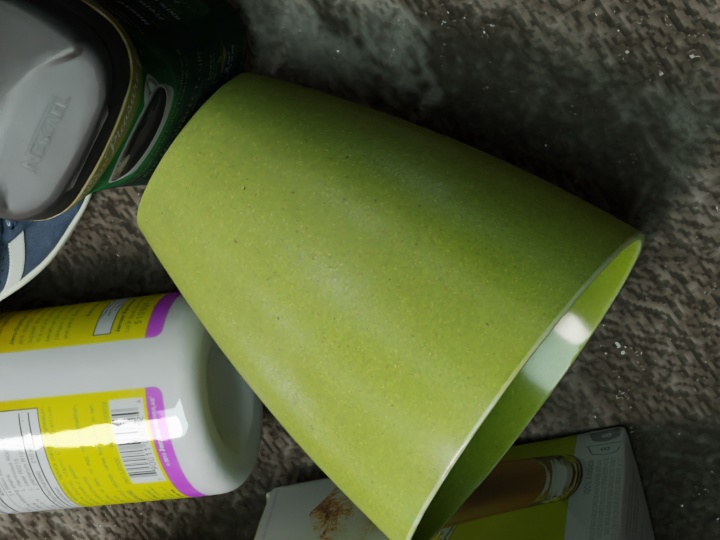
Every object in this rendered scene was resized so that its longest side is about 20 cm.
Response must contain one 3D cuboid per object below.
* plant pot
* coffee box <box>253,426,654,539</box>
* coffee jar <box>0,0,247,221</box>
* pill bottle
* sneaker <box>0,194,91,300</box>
[{"bbox_3d":[0.000,0.000,1.295,0.200,0.187,0.187,37,120,10],"label":"plant pot"},{"bbox_3d":[0.053,0.225,1.353,0.197,0.200,0.200,-10,113,13],"label":"coffee box"},{"bbox_3d":[-0.128,-0.084,1.251,0.085,0.200,0.104,30,105,10],"label":"coffee jar"},{"bbox_3d":[-0.158,0.070,1.399,0.199,0.104,0.105,-6,114,18],"label":"pill bottle"},{"bbox_3d":[-0.204,-0.010,1.340,0.075,0.085,0.200,40,85,5],"label":"sneaker"}]
